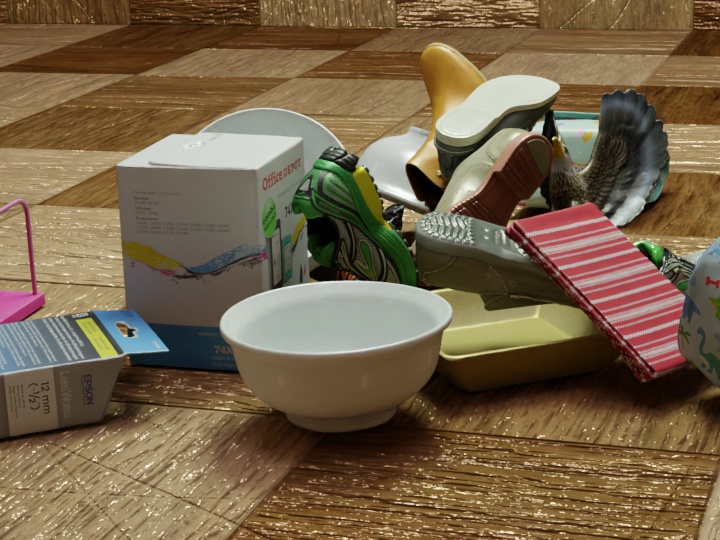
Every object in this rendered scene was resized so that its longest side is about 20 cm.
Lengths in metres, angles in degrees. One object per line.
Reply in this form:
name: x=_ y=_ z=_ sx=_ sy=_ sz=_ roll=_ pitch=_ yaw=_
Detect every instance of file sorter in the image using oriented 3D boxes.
file sorter: x=-0.457 y=-0.008 z=1.766 sx=0.199 sy=0.126 sz=0.139 roll=3 pitch=17 yaw=16

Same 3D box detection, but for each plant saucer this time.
plant saucer: x=0.135 y=0.062 z=1.588 sx=0.199 sy=0.049 sz=0.200 roll=-7 pitch=17 yaw=-19

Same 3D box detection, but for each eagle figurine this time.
eagle figurine: x=0.233 y=-0.092 z=1.798 sx=0.151 sy=0.151 sz=0.200 roll=27 pitch=47 yaw=11

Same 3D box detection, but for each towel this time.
towel: x=0.234 y=0.016 z=1.536 sx=0.144 sy=0.023 sz=0.200 roll=-14 pitch=55 yaw=-49

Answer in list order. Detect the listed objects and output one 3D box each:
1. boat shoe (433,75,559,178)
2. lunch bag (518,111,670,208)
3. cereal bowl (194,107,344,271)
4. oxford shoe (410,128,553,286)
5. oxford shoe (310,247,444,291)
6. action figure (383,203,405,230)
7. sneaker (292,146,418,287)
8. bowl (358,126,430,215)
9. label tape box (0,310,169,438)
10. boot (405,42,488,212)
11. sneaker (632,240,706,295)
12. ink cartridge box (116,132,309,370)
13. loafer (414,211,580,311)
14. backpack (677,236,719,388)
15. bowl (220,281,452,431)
boat shoe: x=0.147 y=-0.159 z=1.830 sx=0.073 sy=0.062 sz=0.200 roll=24 pitch=38 yaw=31
lunch bag: x=0.293 y=-0.141 z=2.143 sx=0.170 sy=0.123 sz=0.200 roll=3 pitch=9 yaw=26
cereal bowl: x=-0.102 y=-0.071 z=1.803 sx=0.199 sy=0.201 sz=0.083 roll=-2 pitch=-27 yaw=1
oxford shoe: x=0.114 y=-0.066 z=1.737 sx=0.200 sy=0.071 sz=0.074 roll=-45 pitch=33 yaw=-9
oxford shoe: x=0.000 y=0.000 z=1.785 sx=0.199 sy=0.072 sz=0.072 roll=10 pitch=25 yaw=35
action figure: x=-0.047 y=-0.055 z=1.901 sx=0.199 sy=0.120 sz=0.102 roll=12 pitch=13 yaw=23
sneaker: x=-0.011 y=-0.023 z=1.650 sx=0.085 sy=0.200 sz=0.078 roll=-45 pitch=37 yaw=-21
bowl: x=0.084 y=-0.109 z=1.961 sx=0.200 sy=0.091 sz=0.201 roll=22 pitch=1 yaw=-1
label tape box: x=-0.284 y=0.092 z=1.512 sx=0.199 sy=0.067 sz=0.143 roll=-7 pitch=17 yaw=-20
boot: x=0.094 y=-0.147 z=1.849 sx=0.144 sy=0.202 sz=0.071 roll=-30 pitch=-4 yaw=-42
sneaker: x=0.310 y=0.009 z=1.684 sx=0.078 sy=0.086 sz=0.199 roll=12 pitch=21 yaw=40
ink cartridge box: x=-0.140 y=-0.022 z=1.638 sx=0.145 sy=0.201 sz=0.147 roll=3 pitch=17 yaw=16
loafer: x=0.143 y=0.001 z=1.587 sx=0.199 sy=0.070 sz=0.075 roll=16 pitch=33 yaw=2
backpack: x=0.384 y=0.031 z=1.432 sx=0.199 sy=0.184 sz=0.147 roll=-18 pitch=42 yaw=-20
bowl: x=-0.019 y=0.080 z=1.445 sx=0.200 sy=0.091 sz=0.201 roll=-2 pitch=17 yaw=1
